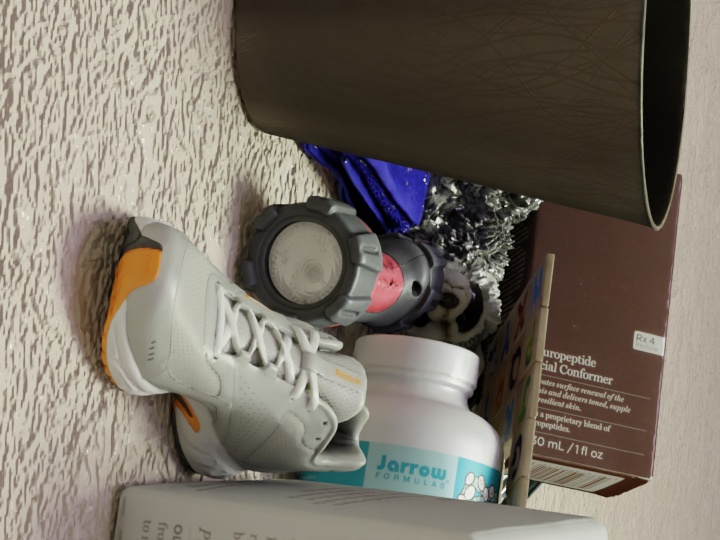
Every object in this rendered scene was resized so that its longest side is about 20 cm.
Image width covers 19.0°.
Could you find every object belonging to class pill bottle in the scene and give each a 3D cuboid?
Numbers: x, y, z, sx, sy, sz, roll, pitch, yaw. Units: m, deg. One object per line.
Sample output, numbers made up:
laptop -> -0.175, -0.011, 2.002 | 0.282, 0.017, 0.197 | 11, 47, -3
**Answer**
pill bottle -> 0.017, 0.140, 1.150 | 0.111, 0.110, 0.201 | 44, 52, -69

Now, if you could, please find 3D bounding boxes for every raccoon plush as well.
raccoon plush -> 0.063, -0.005, 1.316 | 0.200, 0.096, 0.135 | -9, 111, -74

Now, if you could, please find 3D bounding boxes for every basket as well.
basket -> 0.051, -0.114, 1.035 | 0.136, 0.199, 0.182 | -44, 135, -65

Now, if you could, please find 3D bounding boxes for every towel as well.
towel -> 0.021, -0.132, 1.195 | 0.148, 0.049, 0.201 | 56, 42, -66

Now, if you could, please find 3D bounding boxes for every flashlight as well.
flashlight -> 0.000, 0.000, 1.126 | 0.200, 0.067, 0.068 | 6, 99, -72

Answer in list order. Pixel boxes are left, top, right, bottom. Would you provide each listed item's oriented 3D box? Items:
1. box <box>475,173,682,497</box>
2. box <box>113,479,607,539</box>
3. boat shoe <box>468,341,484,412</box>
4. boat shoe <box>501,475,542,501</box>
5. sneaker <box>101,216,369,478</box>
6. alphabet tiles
box -> 0.135, 0.031, 1.337 | 0.075, 0.099, 0.201 | 140, -41, -66
box -> 0.000, 0.201, 0.968 | 0.199, 0.170, 0.202 | 12, 82, -67
boat shoe -> 0.067, 0.068, 1.387 | 0.200, 0.060, 0.074 | -7, 102, -73
boat shoe -> 0.084, 0.151, 1.370 | 0.201, 0.062, 0.073 | -56, 169, -15
sneaker -> -0.046, 0.035, 0.937 | 0.200, 0.091, 0.076 | 60, 38, -63
alphabet tiles -> 0.074, 0.106, 1.238 | 0.200, 0.007, 0.168 | 115, -14, -62
